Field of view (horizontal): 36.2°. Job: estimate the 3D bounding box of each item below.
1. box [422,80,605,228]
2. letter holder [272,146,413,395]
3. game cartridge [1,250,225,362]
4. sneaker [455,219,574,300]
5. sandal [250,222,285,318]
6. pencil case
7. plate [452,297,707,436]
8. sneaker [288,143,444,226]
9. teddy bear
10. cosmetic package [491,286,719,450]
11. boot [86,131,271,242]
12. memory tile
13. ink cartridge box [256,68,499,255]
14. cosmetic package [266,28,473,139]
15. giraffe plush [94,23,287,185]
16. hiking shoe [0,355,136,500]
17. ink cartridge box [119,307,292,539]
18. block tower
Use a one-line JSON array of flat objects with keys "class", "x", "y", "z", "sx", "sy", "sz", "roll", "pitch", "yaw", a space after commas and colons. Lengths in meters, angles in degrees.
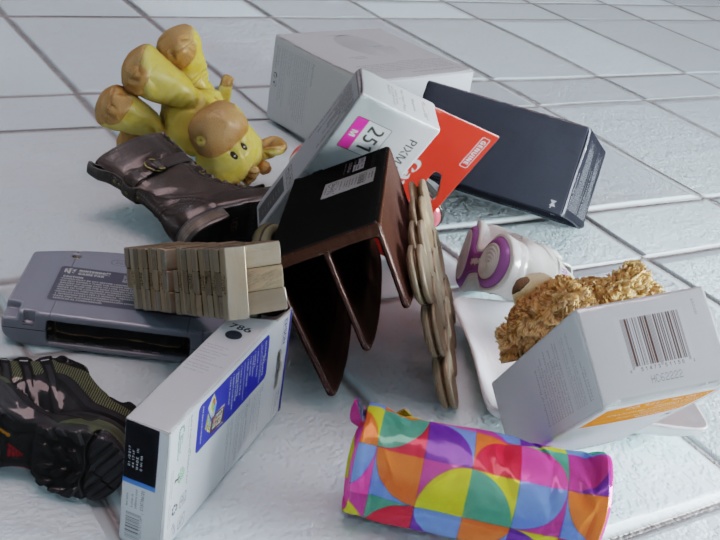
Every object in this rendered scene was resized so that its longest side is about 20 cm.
[{"class": "box", "x": 0.175, "y": -0.133, "z": 1.300, "sx": 0.197, "sy": 0.106, "sz": 0.182, "roll": 19, "pitch": 4, "yaw": 17}, {"class": "letter holder", "x": 0.000, "y": 0.000, "z": 0.969, "sx": 0.099, "sy": 0.144, "sz": 0.201, "roll": -18, "pitch": 21, "yaw": 12}, {"class": "game cartridge", "x": -0.206, "y": 0.029, "z": 0.990, "sx": 0.196, "sy": 0.042, "sz": 0.134, "roll": 8, "pitch": 22, "yaw": -5}, {"class": "sneaker", "x": 0.154, "y": 0.001, "z": 1.114, "sx": 0.098, "sy": 0.076, "sz": 0.200, "roll": 17, "pitch": 7, "yaw": -10}, {"class": "sandal", "x": -0.076, "y": 0.009, "z": 0.997, "sx": 0.056, "sy": 0.081, "sz": 0.201, "roll": 7, "pitch": 13, "yaw": 0}, {"class": "pencil case", "x": 0.081, "y": 0.150, "z": 0.794, "sx": 0.197, "sy": 0.090, "sz": 0.089, "roll": 14, "pitch": 26, "yaw": 3}, {"class": "plate", "x": 0.191, "y": 0.091, "z": 1.009, "sx": 0.196, "sy": 0.033, "sz": 0.201, "roll": 5, "pitch": 27, "yaw": -8}, {"class": "sneaker", "x": -0.003, "y": -0.075, "z": 1.255, "sx": 0.197, "sy": 0.074, "sz": 0.087, "roll": 18, "pitch": 47, "yaw": 15}, {"class": "teddy bear", "x": 0.184, "y": 0.032, "z": 0.944, "sx": 0.198, "sy": 0.068, "sz": 0.144, "roll": -8, "pitch": -10, "yaw": -36}, {"class": "cosmetic package", "x": 0.177, "y": 0.083, "z": 0.817, "sx": 0.100, "sy": 0.200, "sz": 0.072, "roll": -9, "pitch": 73, "yaw": -13}, {"class": "boot", "x": -0.169, "y": -0.097, "z": 1.178, "sx": 0.198, "sy": 0.070, "sz": 0.174, "roll": -19, "pitch": 51, "yaw": -42}, {"class": "memory tile", "x": 0.064, "y": 0.015, "z": 0.991, "sx": 0.017, "sy": 0.155, "sz": 0.201, "roll": -11, "pitch": 24, "yaw": 10}, {"class": "ink cartridge box", "x": 0.017, "y": -0.085, "z": 1.091, "sx": 0.172, "sy": 0.200, "sz": 0.044, "roll": 21, "pitch": 40, "yaw": -27}, {"class": "cosmetic package", "x": 0.011, "y": -0.240, "z": 1.504, "sx": 0.197, "sy": 0.125, "sz": 0.199, "roll": -13, "pitch": 33, "yaw": -39}, {"class": "giraffe plush", "x": -0.184, "y": -0.160, "z": 1.283, "sx": 0.162, "sy": 0.173, "sz": 0.200, "roll": 41, "pitch": 4, "yaw": 32}, {"class": "hiking shoe", "x": -0.248, "y": 0.100, "z": 0.808, "sx": 0.197, "sy": 0.077, "sz": 0.101, "roll": 23, "pitch": 19, "yaw": 6}, {"class": "ink cartridge box", "x": -0.108, "y": 0.104, "z": 0.800, "sx": 0.039, "sy": 0.101, "sz": 0.200, "roll": 16, "pitch": 26, "yaw": 16}, {"class": "block tower", "x": -0.127, "y": 0.005, "z": 0.884, "sx": 0.057, "sy": 0.055, "sz": 0.199, "roll": -8, "pitch": 6, "yaw": -31}]
